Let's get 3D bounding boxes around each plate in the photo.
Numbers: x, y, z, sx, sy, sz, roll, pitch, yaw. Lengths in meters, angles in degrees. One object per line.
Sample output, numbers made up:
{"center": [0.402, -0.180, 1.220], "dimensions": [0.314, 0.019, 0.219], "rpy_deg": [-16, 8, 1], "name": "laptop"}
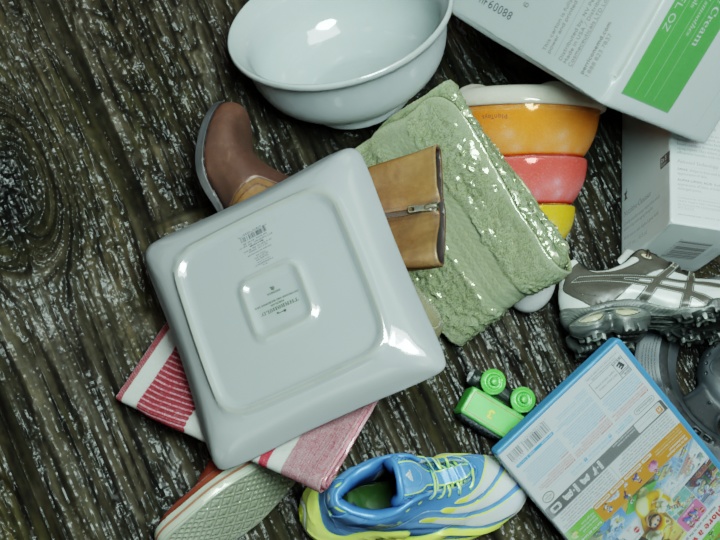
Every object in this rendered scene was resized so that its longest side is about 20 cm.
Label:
{"center": [-0.060, 0.025, 1.104], "dimensions": [0.199, 0.032, 0.200], "rpy_deg": [-25, 70, 11], "name": "plate"}

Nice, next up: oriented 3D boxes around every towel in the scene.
{"center": [-0.079, 0.084, 1.150], "dimensions": [0.200, 0.023, 0.144], "rpy_deg": [19, 60, 25], "name": "towel"}
{"center": [0.076, -0.046, 1.229], "dimensions": [0.200, 0.148, 0.036], "rpy_deg": [56, 29, 5], "name": "towel"}

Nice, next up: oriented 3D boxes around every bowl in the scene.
{"center": [-0.009, -0.188, 1.254], "dimensions": [0.201, 0.090, 0.201], "rpy_deg": [-10, 43, 9], "name": "bowl"}

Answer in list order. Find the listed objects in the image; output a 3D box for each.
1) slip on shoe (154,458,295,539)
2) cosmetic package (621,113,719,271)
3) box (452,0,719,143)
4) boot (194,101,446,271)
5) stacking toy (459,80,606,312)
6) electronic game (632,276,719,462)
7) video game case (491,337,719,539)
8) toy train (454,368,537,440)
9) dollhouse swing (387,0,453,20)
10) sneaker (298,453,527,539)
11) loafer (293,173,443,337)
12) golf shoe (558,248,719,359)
{"center": [-0.091, 0.154, 1.157], "dimensions": [0.061, 0.074, 0.200], "rpy_deg": [32, 69, 36], "name": "slip on shoe"}
{"center": [0.296, -0.112, 1.316], "dimensions": [0.081, 0.113, 0.200], "rpy_deg": [7, 69, -13], "name": "cosmetic package"}
{"center": [0.229, -0.247, 1.204], "dimensions": [0.171, 0.199, 0.200], "rpy_deg": [11, 23, -48], "name": "box"}
{"center": [-0.033, -0.073, 1.159], "dimensions": [0.200, 0.068, 0.188], "rpy_deg": [-14, 61, 20], "name": "boot"}
{"center": [0.143, -0.063, 1.271], "dimensions": [0.146, 0.146, 0.200], "rpy_deg": [1, 90, -14], "name": "stacking toy"}
{"center": [0.343, 0.098, 1.291], "dimensions": [0.200, 0.042, 0.200], "rpy_deg": [3, 66, -7], "name": "electronic game"}
{"center": [0.224, 0.177, 1.204], "dimensions": [0.143, 0.018, 0.200], "rpy_deg": [-42, 100, -9], "name": "video game case"}
{"center": [0.171, 0.152, 1.233], "dimensions": [0.200, 0.042, 0.056], "rpy_deg": [32, 77, -3], "name": "toy train"}
{"center": [0.067, -0.358, 1.306], "dimensions": [0.182, 0.176, 0.200], "rpy_deg": [-18, 78, -19], "name": "dollhouse swing"}
{"center": [0.054, 0.184, 1.155], "dimensions": [0.200, 0.105, 0.076], "rpy_deg": [-9, 74, -16], "name": "sneaker"}
{"center": [0.000, 0.000, 1.223], "dimensions": [0.067, 0.076, 0.200], "rpy_deg": [-22, 74, -32], "name": "loafer"}
{"center": [0.270, 0.017, 1.254], "dimensions": [0.200, 0.078, 0.095], "rpy_deg": [-4, 62, -13], "name": "golf shoe"}
